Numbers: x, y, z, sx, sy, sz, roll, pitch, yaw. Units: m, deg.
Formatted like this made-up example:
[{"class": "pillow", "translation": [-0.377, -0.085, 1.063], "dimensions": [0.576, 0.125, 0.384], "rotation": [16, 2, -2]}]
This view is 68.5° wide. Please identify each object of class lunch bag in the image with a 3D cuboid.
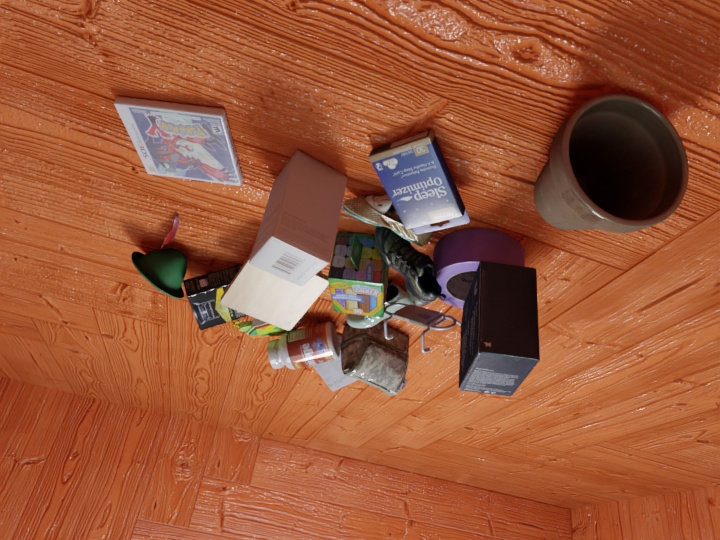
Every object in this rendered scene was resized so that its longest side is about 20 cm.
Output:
[{"class": "lunch bag", "translation": [0.042, 0.254, 1.528], "dimensions": [0.199, 0.170, 0.139], "rotation": [29, 144, -30]}]

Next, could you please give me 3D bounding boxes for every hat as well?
[{"class": "hat", "translation": [-0.454, -0.046, 1.327], "dimensions": [0.165, 0.176, 0.200], "rotation": [43, -179, -25]}]

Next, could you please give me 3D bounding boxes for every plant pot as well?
[{"class": "plant pot", "translation": [0.358, -0.138, 0.817], "dimensions": [0.198, 0.203, 0.175], "rotation": [14, 165, -7]}]

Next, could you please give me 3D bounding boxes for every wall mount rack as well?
[{"class": "wall mount rack", "translation": [0.154, 0.122, 1.230], "dimensions": [0.199, 0.173, 0.076], "rotation": [14, 117, 45]}]

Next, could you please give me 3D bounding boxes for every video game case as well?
[{"class": "video game case", "translation": [-0.333, -0.237, 0.992], "dimensions": [0.197, 0.023, 0.183], "rotation": [7, 148, 4]}]

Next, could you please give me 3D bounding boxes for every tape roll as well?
[{"class": "tape roll", "translation": [0.253, 0.002, 1.147], "dimensions": [0.197, 0.086, 0.201], "rotation": [8, 149, 5]}]

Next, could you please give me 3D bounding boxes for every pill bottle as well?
[{"class": "pill bottle", "translation": [-0.166, 0.226, 1.552], "dimensions": [0.197, 0.113, 0.113], "rotation": [-15, 144, 8]}]

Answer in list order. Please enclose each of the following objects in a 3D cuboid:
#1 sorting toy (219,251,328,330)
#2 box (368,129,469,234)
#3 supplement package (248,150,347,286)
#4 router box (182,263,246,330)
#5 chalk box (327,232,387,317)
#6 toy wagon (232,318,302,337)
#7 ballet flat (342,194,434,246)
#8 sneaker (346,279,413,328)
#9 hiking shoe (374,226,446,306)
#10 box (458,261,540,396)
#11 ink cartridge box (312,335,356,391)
[{"class": "sorting toy", "translation": [-0.209, 0.031, 1.292], "dimensions": [0.197, 0.070, 0.200], "rotation": [25, 125, -26]}, {"class": "box", "translation": [0.111, -0.145, 0.955], "dimensions": [0.120, 0.033, 0.201], "rotation": [-11, 127, 30]}, {"class": "supplement package", "translation": [-0.113, -0.096, 0.983], "dimensions": [0.116, 0.202, 0.117], "rotation": [24, 146, -22]}, {"class": "router box", "translation": [-0.371, 0.074, 1.404], "dimensions": [0.155, 0.053, 0.201], "rotation": [-17, 152, -16]}, {"class": "chalk box", "translation": [0.000, 0.000, 1.177], "dimensions": [0.122, 0.126, 0.201], "rotation": [7, 150, 5]}, {"class": "toy wagon", "translation": [-0.273, 0.160, 1.534], "dimensions": [0.198, 0.040, 0.155], "rotation": [-1, 157, -33]}, {"class": "ballet flat", "translation": [0.062, -0.114, 1.052], "dimensions": [0.198, 0.071, 0.066], "rotation": [20, 120, -21]}, {"class": "sneaker", "translation": [0.032, 0.083, 1.345], "dimensions": [0.198, 0.075, 0.118], "rotation": [-18, 146, 23]}, {"class": "hiking shoe", "translation": [0.109, -0.023, 1.093], "dimensions": [0.201, 0.076, 0.100], "rotation": [55, 151, -6]}, {"class": "box", "translation": [0.273, 0.122, 1.062], "dimensions": [0.116, 0.199, 0.201], "rotation": [7, 149, 4]}, {"class": "ink cartridge box", "translation": [-0.093, 0.278, 1.686], "dimensions": [0.201, 0.043, 0.196], "rotation": [53, 140, -1]}]
